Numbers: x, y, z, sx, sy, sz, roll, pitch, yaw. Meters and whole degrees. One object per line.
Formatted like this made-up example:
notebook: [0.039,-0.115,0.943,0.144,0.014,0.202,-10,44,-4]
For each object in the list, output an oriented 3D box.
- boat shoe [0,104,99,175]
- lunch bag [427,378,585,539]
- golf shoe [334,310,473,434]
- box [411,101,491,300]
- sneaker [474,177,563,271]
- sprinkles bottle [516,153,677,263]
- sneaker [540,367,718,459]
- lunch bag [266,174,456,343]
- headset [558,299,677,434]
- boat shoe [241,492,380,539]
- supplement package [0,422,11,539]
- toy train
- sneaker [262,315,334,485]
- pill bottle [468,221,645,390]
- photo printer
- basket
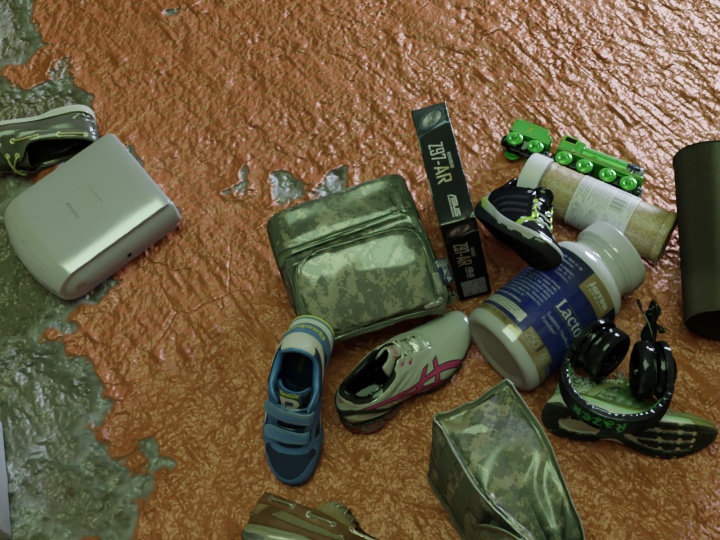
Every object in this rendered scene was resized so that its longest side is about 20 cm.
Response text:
boat shoe: [-0.459,-0.169,1.509,0.200,0.072,0.061,-19,57,-8]
lunch bag: [0.159,0.250,1.167,0.117,0.165,0.201,-25,62,-13]
golf shoe: [0.056,0.111,1.293,0.199,0.092,0.073,-38,62,-15]
box: [0.111,-0.079,1.322,0.043,0.200,0.162,-14,61,5]
sneaker: [0.196,-0.068,1.293,0.083,0.072,0.200,-45,26,2]
sprinkles bottle: [0.294,-0.079,1.376,0.198,0.068,0.069,26,68,18]
sneaker: [0.311,0.152,1.258,0.197,0.077,0.089,12,53,8]
lunch bag: [0.000,0.000,1.331,0.198,0.140,0.169,-17,64,-3]
headset: [0.298,0.109,1.236,0.122,0.095,0.200,22,50,21]
boat shoe: [-0.033,0.292,1.221,0.198,0.076,0.072,11,62,10]
supplement package: [-0.528,0.243,1.258,0.198,0.151,0.153,-15,61,-2]
toy train: [0.279,-0.144,1.430,0.198,0.042,0.057,24,57,18]
sneaker: [-0.078,0.155,1.248,0.073,0.082,0.203,7,104,6]
pill bottle: [0.234,0.038,1.295,0.199,0.116,0.116,-38,65,-13]
photo printer: [-0.361,-0.068,1.446,0.199,0.070,0.167,-37,65,-13]
basket: [0.447,-0.027,1.296,0.179,0.136,0.202,18,69,-21]
